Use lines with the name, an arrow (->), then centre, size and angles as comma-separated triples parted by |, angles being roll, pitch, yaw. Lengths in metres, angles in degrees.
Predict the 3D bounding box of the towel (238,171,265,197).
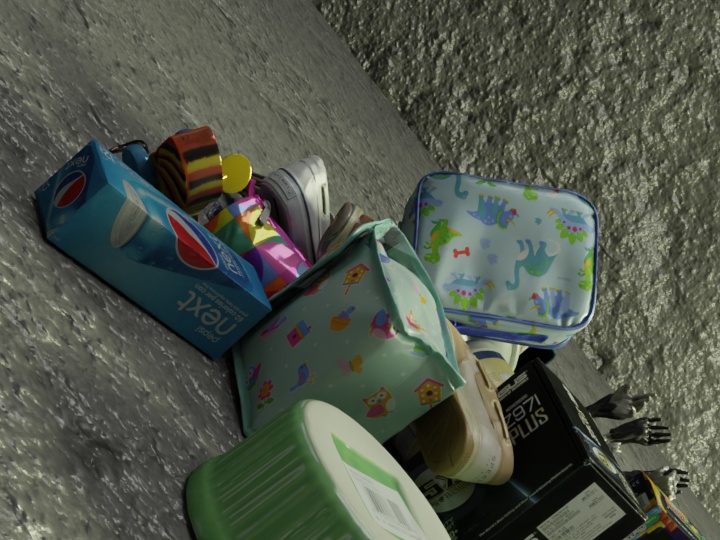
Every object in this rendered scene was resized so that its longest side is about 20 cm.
towel -> -0.053, -0.035, 1.650 | 0.200, 0.035, 0.132 | 45, -11, -31

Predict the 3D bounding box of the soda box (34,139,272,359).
soda box -> -0.162, -0.014, 1.180 | 0.200, 0.068, 0.064 | 41, 14, -41

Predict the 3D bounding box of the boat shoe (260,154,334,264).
boat shoe -> -0.052, -0.035, 1.476 | 0.074, 0.067, 0.200 | 48, -21, 25

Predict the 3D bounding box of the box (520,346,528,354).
box -> 0.114, 0.070, 1.657 | 0.117, 0.200, 0.060 | 51, 9, 15

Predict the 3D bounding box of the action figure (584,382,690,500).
action figure -> 0.242, 0.167, 1.386 | 0.200, 0.102, 0.119 | 11, 63, -55

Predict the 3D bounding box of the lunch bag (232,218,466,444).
lunch bag -> -0.019, 0.054, 1.245 | 0.122, 0.170, 0.200 | 43, 18, -32

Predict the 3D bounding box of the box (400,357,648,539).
box -> 0.117, 0.197, 1.240 | 0.086, 0.200, 0.164 | 45, 12, -25

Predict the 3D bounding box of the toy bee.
toy bee -> -0.156, -0.067, 1.289 | 0.200, 0.130, 0.109 | -128, -159, -81

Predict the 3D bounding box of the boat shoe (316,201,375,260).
boat shoe -> 0.000, 0.000, 1.446 | 0.072, 0.076, 0.200 | 28, -12, 7

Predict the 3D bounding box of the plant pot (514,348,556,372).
plant pot -> 0.159, 0.101, 1.905 | 0.141, 0.141, 0.200 | 52, 4, 10

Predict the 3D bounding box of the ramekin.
ramekin -> -0.017, 0.185, 1.017 | 0.200, 0.098, 0.200 | 48, 11, -12

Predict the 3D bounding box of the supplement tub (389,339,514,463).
supplement tub -> 0.124, 0.185, 1.459 | 0.200, 0.144, 0.144 | 56, 13, 27

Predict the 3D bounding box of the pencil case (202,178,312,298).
pencil case -> -0.074, 0.016, 1.391 | 0.200, 0.088, 0.088 | 53, 11, 6

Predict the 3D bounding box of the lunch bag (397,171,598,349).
lunch bag -> 0.135, -0.007, 1.487 | 0.082, 0.199, 0.161 | 124, -27, -68

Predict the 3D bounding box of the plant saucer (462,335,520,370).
plant saucer -> 0.070, 0.064, 1.571 | 0.200, 0.200, 0.050 | 50, 33, 3

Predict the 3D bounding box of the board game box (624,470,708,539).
board game box -> 0.232, 0.302, 1.350 | 0.165, 0.200, 0.057 | 45, 14, -25

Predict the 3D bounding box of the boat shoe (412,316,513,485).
boat shoe -> 0.081, 0.110, 1.243 | 0.069, 0.074, 0.200 | 27, 27, -24
